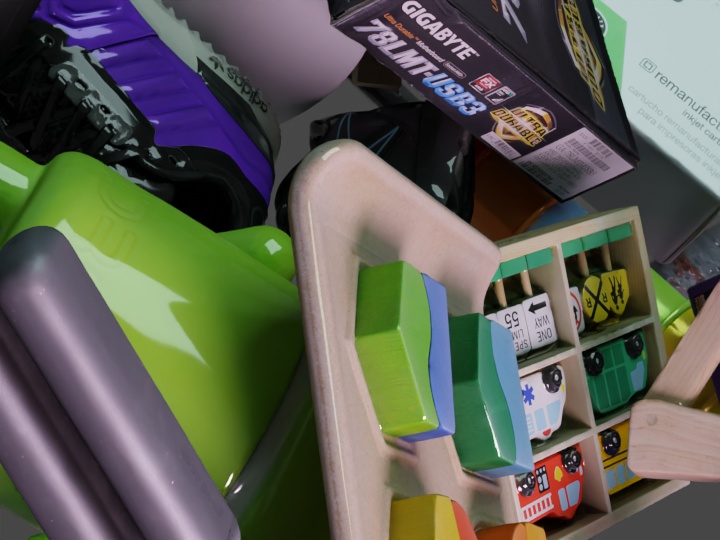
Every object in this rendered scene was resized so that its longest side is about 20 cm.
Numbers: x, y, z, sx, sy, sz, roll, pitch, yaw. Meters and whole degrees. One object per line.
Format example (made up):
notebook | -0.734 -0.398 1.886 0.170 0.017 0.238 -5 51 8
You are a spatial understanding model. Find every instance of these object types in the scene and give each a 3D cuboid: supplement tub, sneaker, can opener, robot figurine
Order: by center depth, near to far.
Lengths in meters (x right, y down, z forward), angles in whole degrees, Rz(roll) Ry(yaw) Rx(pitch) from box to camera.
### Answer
can opener | -0.064 0.086 0.623 0.201 0.053 0.067 61 19 -22
robot figurine | -0.076 0.039 0.734 0.200 0.116 0.176 32 40 -11
sneaker | -0.107 -0.064 0.853 0.200 0.069 0.100 35 40 -32
sneaker | 0.000 0.000 0.919 0.079 0.076 0.200 6 41 9
supplement tub | -0.080 -0.172 0.984 0.131 0.132 0.201 10 42 -34

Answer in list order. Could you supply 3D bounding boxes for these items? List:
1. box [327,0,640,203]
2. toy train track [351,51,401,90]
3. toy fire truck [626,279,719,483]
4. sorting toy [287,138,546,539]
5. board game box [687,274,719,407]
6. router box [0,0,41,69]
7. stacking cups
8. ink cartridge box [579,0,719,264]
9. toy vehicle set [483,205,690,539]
box | 0.041 -0.154 0.957 0.198 0.050 0.201 35 37 -52
toy train track | 0.013 -0.190 1.092 0.114 0.033 0.201 6 85 -14
toy fire truck | 0.153 0.079 0.840 0.141 0.200 0.049 47 2 18
sorting toy | 0.029 0.072 0.717 0.185 0.036 0.201 30 54 -67
board game box | 0.233 0.072 0.881 0.057 0.165 0.201 0 69 -43
router box | -0.205 -0.075 0.729 0.062 0.150 0.200 47 34 17
stacking cups | 0.094 -0.004 1.006 0.200 0.061 0.060 42 33 14
ink cartridge box | 0.168 -0.129 1.122 0.146 0.084 0.200 39 63 3
toy vehicle set | 0.063 0.051 0.870 0.200 0.026 0.125 -17 96 -51
